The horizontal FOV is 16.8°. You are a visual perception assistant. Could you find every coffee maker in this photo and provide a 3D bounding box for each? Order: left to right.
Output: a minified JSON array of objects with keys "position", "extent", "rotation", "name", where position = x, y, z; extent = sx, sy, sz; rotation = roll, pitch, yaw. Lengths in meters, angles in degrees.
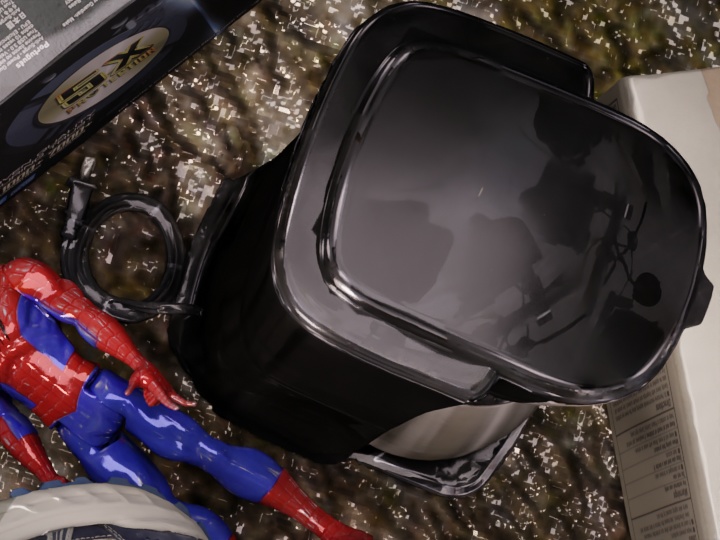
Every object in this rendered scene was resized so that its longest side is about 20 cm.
[{"position":[0.000,0.000,0.832],"extent":[0.190,0.200,0.136],"rotation":[-1,78,-11],"name":"coffee maker"}]

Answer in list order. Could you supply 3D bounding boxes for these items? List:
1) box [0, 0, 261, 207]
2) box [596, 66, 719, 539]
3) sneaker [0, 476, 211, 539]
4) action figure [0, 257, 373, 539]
[{"position":[-0.098,-0.113,0.856],"extent":[0.200,0.164,0.086],"rotation":[-40,87,-17],"name":"box"},{"position":[0.137,0.031,0.909],"extent":[0.077,0.095,0.202],"rotation":[-7,81,-13],"name":"box"},{"position":[-0.127,0.125,0.791],"extent":[0.199,0.077,0.086],"rotation":[-3,56,-37],"name":"sneaker"},{"position":[-0.089,0.056,0.877],"extent":[0.200,0.052,0.066],"rotation":[39,108,1],"name":"action figure"}]
